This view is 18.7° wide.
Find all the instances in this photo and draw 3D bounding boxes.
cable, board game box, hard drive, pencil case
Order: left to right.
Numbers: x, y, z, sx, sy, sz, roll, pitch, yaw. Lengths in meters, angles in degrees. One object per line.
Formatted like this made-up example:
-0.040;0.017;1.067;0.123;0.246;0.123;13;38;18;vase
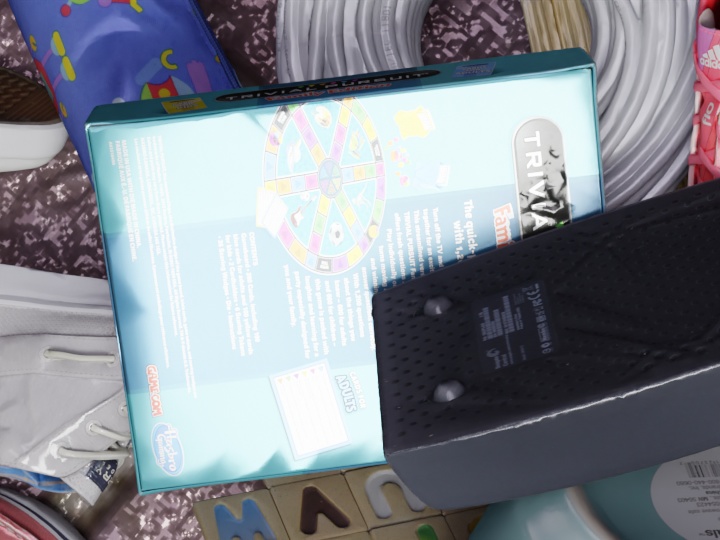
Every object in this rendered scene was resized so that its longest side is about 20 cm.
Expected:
-0.101;-0.099;0.958;0.086;0.078;0.201;-27;79;1;pencil case
0.000;0.000;0.871;0.198;0.047;0.153;-7;104;0;board game box
0.062;-0.099;0.935;0.198;0.069;0.202;-9;83;9;cable
0.104;0.020;0.788;0.198;0.135;0.043;-18;116;6;hard drive

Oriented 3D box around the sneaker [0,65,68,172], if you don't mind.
-0.230;-0.054;0.992;0.198;0.073;0.085;4;120;0;sneaker

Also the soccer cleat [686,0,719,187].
0.151;-0.060;0.857;0.066;0.076;0.202;16;98;43;soccer cleat

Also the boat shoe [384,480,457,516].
0.003;0.181;0.924;0.063;0.073;0.202;28;81;14;boat shoe

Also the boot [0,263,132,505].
-0.098;0.057;0.941;0.198;0.074;0.096;5;67;16;boot

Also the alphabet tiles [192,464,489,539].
0.029;0.126;0.868;0.165;0.006;0.201;-9;44;-18;alphabet tiles

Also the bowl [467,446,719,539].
0.123;0.115;0.799;0.199;0.201;0.106;10;126;8;bowl

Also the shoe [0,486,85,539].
-0.215;0.114;0.948;0.198;0.091;0.072;18;87;9;shoe

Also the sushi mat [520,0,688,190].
0.125;-0.091;0.964;0.095;0.012;0.202;-12;82;8;sushi mat
